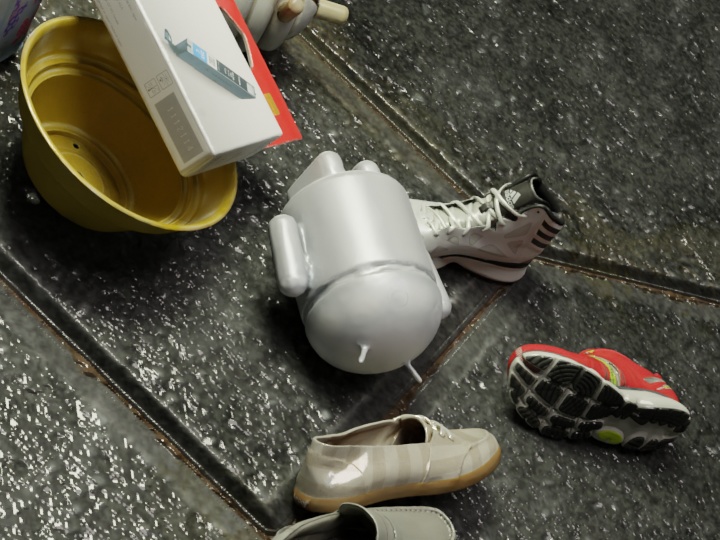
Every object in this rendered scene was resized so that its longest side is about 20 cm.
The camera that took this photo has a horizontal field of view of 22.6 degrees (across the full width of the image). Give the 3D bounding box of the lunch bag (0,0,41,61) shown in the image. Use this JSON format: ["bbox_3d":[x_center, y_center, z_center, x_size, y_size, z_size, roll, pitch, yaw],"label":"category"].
[{"bbox_3d":[-0.311,-0.213,1.347,0.127,0.170,0.200,38,37,3],"label":"lunch bag"}]

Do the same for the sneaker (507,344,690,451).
[{"bbox_3d":[0.198,0.101,1.581,0.200,0.077,0.085,22,31,-34],"label":"sneaker"}]

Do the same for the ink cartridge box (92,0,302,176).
[{"bbox_3d":[-0.122,-0.185,1.429,0.176,0.045,0.200,-24,86,-56],"label":"ink cartridge box"}]

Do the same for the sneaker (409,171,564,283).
[{"bbox_3d":[0.095,-0.055,1.589,0.200,0.115,0.076,8,49,-35],"label":"sneaker"}]

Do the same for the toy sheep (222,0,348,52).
[{"bbox_3d":[-0.103,-0.255,1.594,0.200,0.138,0.138,22,42,-15],"label":"toy sheep"}]

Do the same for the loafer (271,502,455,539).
[{"bbox_3d":[0.001,0.202,1.299,0.200,0.070,0.070,-11,48,-47],"label":"loafer"}]

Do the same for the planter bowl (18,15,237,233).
[{"bbox_3d":[-0.198,-0.092,1.390,0.200,0.083,0.201,31,37,-28],"label":"planter bowl"}]

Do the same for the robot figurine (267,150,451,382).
[{"bbox_3d":[0.000,0.000,1.458,0.169,0.113,0.200,9,49,-33],"label":"robot figurine"}]

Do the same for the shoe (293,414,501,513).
[{"bbox_3d":[0.034,0.141,1.383,0.200,0.054,0.070,-8,15,-42],"label":"shoe"}]
